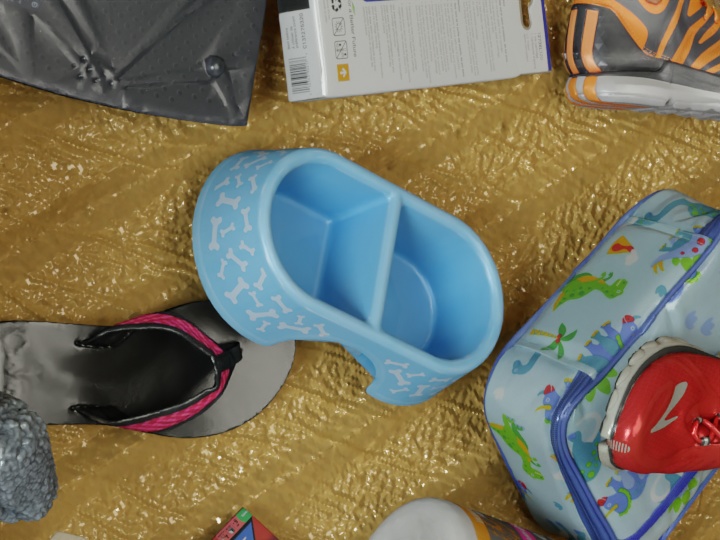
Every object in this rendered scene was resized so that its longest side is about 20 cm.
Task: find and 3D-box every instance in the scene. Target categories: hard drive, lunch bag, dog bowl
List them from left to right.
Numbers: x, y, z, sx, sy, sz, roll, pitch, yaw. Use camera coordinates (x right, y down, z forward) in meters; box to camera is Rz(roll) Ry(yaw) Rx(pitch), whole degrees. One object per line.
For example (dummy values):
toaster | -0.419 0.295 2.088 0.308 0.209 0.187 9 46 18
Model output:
hard drive | -0.144 -0.156 1.316 0.199 0.042 0.135 12 83 -32
dog bowl | 0.000 0.000 1.377 0.200 0.049 0.112 27 61 -34
lunch bag | 0.172 0.065 1.467 0.200 0.082 0.161 -46 134 -23

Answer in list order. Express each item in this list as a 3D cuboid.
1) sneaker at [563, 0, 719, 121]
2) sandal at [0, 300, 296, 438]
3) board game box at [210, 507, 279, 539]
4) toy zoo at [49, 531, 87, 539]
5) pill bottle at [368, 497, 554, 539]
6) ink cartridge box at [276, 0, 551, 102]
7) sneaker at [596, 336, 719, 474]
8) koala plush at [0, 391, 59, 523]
sneaker | 0.217 -0.151 1.517 0.199 0.077 0.113 4 88 -31
sandal | -0.119 0.055 1.326 0.199 0.045 0.075 -3 89 -31
board game box | -0.091 0.231 1.323 0.103 0.019 0.200 42 62 5
toy zoo | -0.146 0.243 1.201 0.131 0.020 0.200 -53 139 -37
pill bottle | 0.098 0.212 1.417 0.200 0.116 0.117 23 78 -30
ink cartridge box | 0.032 -0.152 1.414 0.200 0.037 0.095 -10 95 -44
sneaker | 0.214 0.083 1.392 0.200 0.085 0.077 -2 107 -45
koala plush | -0.235 0.175 1.205 0.177 0.183 0.201 -50 133 -40
